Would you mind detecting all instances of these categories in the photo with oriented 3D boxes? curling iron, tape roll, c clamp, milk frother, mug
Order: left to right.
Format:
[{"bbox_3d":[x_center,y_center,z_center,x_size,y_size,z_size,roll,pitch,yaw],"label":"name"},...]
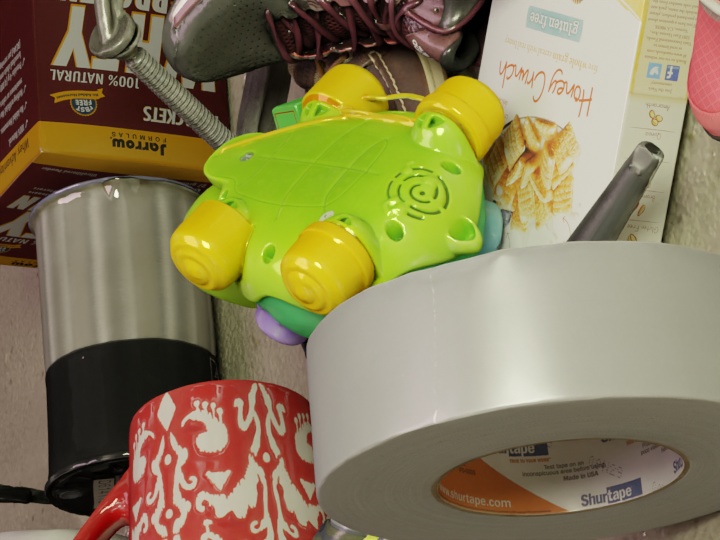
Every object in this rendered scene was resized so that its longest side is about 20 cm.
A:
[{"bbox_3d":[-0.194,0.059,1.581,0.181,0.199,0.189,132,136,-56],"label":"milk frother"},{"bbox_3d":[-0.090,0.170,1.389,0.133,0.177,0.200,125,146,-54],"label":"mug"},{"bbox_3d":[-0.087,-0.108,1.354,0.027,0.200,0.171,-9,49,34],"label":"c clamp"},{"bbox_3d":[0.075,0.016,1.140,0.200,0.050,0.026,-50,17,34],"label":"curling iron"},{"bbox_3d":[0.078,0.055,1.033,0.200,0.200,0.066,-40,49,54],"label":"tape roll"}]

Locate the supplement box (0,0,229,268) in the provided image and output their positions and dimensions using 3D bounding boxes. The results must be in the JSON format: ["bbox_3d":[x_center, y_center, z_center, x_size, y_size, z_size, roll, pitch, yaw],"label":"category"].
[{"bbox_3d":[-0.189,-0.126,1.676,0.197,0.132,0.201,-37,53,55],"label":"supplement box"}]

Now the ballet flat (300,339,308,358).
[{"bbox_3d":[-0.036,0.000,1.420,0.200,0.073,0.073,51,130,55],"label":"ballet flat"}]

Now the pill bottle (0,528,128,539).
[{"bbox_3d":[-0.202,0.275,1.650,0.113,0.112,0.201,-25,64,60],"label":"pill bottle"}]

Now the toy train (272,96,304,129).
[{"bbox_3d":[0.000,0.000,1.307,0.056,0.042,0.201,-4,104,55],"label":"toy train"}]

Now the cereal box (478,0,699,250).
[{"bbox_3d":[0.099,-0.067,1.192,0.144,0.039,0.201,26,109,62],"label":"cereal box"}]

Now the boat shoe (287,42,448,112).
[{"bbox_3d":[-0.004,-0.108,1.357,0.200,0.072,0.072,-111,23,-44],"label":"boat shoe"}]

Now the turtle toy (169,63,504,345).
[{"bbox_3d":[-0.015,-0.020,1.209,0.200,0.146,0.101,10,137,44],"label":"turtle toy"}]

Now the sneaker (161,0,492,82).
[{"bbox_3d":[0.001,-0.131,1.275,0.200,0.076,0.116,-31,56,4],"label":"sneaker"}]

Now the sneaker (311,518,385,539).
[{"bbox_3d":[0.015,0.119,1.269,0.200,0.074,0.081,-43,55,34],"label":"sneaker"}]

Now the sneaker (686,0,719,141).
[{"bbox_3d":[0.158,-0.152,1.039,0.074,0.087,0.201,46,126,58],"label":"sneaker"}]
